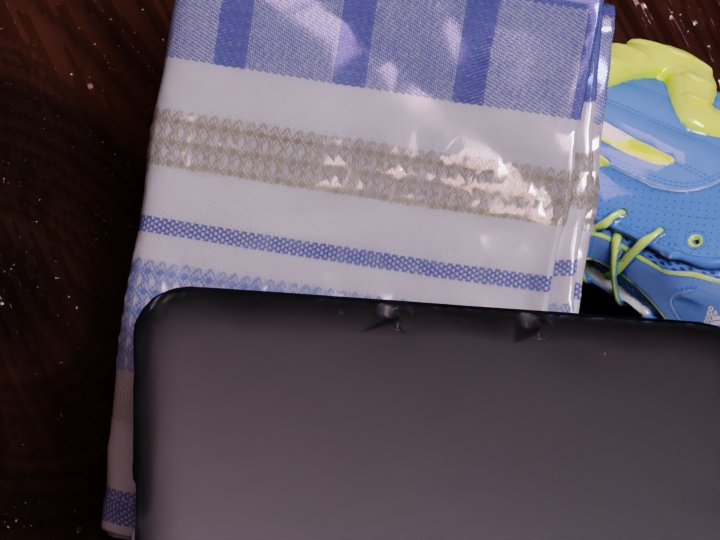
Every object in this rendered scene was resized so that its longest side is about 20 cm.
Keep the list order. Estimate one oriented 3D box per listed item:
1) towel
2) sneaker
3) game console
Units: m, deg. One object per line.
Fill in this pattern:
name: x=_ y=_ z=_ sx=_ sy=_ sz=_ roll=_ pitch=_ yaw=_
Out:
towel: x=0.000 y=0.000 z=0.862 sx=0.147 sy=0.024 sz=0.200 roll=8 pitch=91 yaw=1
sneaker: x=0.084 y=-0.028 z=0.896 sx=0.200 sy=0.076 sz=0.105 roll=2 pitch=40 yaw=-15
game console: x=0.022 y=0.113 z=0.836 sx=0.200 sy=0.176 sz=0.116 roll=4 pitch=33 yaw=-13
